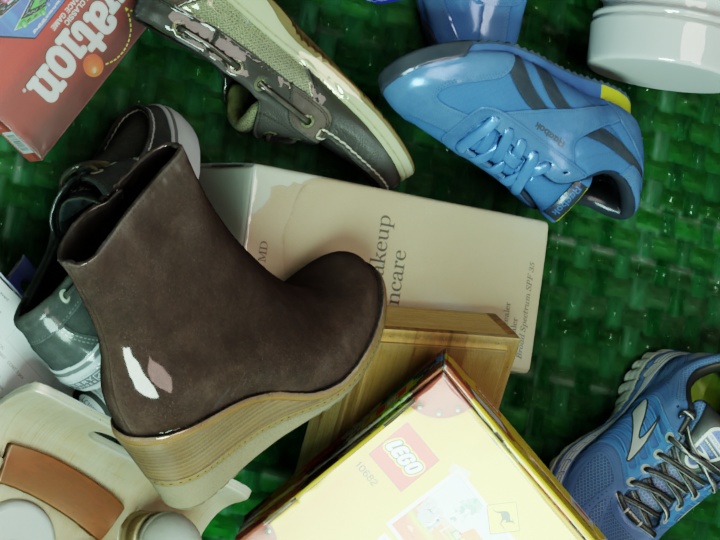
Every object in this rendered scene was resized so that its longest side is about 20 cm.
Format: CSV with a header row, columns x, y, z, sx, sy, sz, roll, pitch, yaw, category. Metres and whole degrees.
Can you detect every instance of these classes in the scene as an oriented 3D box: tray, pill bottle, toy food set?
x,y,z,sx,sy,sz,roll,pitch,yaw,category
0.014,0.118,1.485,0.099,0.037,0.200,4,112,-29,tray
0.198,-0.215,1.607,0.114,0.114,0.200,12,83,-31,pill bottle
-0.149,0.175,1.337,0.143,0.060,0.200,30,75,-31,toy food set

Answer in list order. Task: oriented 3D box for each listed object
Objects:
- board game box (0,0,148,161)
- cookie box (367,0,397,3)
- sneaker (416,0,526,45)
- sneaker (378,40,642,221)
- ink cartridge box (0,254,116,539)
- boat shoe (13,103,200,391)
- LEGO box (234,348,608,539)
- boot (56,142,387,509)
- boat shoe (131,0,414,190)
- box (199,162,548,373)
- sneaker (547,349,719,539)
x,y,z,sx,sy,sz,roll,pitch,yaw,category
-0.154,-0.167,1.447,0.103,0.019,0.200,45,68,-24,board game box
0.043,-0.245,1.462,0.075,0.200,0.171,9,84,-31,cookie box
0.081,-0.209,1.558,0.066,0.078,0.200,6,87,-33,sneaker
0.095,-0.077,1.541,0.200,0.066,0.078,15,58,-43,sneaker
-0.215,0.080,1.373,0.200,0.076,0.136,-49,114,-21,ink cartridge box
-0.133,-0.026,1.388,0.057,0.069,0.200,44,36,-29,boat shoe
0.053,0.167,1.405,0.149,0.077,0.200,-40,92,5,LEGO box
-0.063,0.005,1.338,0.200,0.072,0.166,-47,133,-39,boot
-0.051,-0.105,1.485,0.065,0.073,0.200,-49,116,-4,boat shoe
0.000,0.000,1.503,0.200,0.078,0.095,9,86,-31,box
0.177,0.114,1.582,0.079,0.089,0.200,50,52,-19,sneaker
